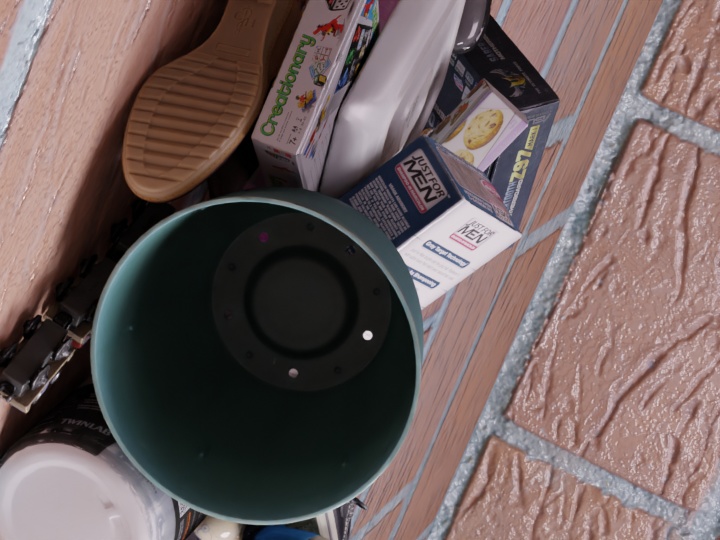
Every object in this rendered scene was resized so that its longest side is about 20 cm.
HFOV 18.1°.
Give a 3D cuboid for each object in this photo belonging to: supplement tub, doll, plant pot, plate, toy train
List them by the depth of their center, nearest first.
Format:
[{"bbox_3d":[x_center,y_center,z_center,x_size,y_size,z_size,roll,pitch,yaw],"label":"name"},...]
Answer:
[{"bbox_3d":[-0.172,0.022,1.394,0.200,0.034,0.046,-54,175,-46],"label":"toy train"},{"bbox_3d":[-0.051,0.039,1.410,0.161,0.200,0.201,-54,167,-75],"label":"plant pot"},{"bbox_3d":[-0.147,0.122,1.492,0.200,0.122,0.123,-44,157,-59],"label":"supplement tub"},{"bbox_3d":[0.024,-0.116,1.557,0.200,0.032,0.200,105,11,-56],"label":"plate"},{"bbox_3d":[-0.036,0.221,1.559,0.048,0.200,0.136,-44,173,-33],"label":"doll"}]

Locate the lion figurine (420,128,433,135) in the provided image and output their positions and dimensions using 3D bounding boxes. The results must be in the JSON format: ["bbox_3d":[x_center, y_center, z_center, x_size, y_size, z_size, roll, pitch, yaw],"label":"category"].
[{"bbox_3d":[-0.004,-0.060,1.715,0.072,0.122,0.200,38,70,-57],"label":"lion figurine"}]

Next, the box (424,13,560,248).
[{"bbox_3d":[0.067,-0.132,1.747,0.051,0.200,0.158,-15,142,-26],"label":"box"}]

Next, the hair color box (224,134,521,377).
[{"bbox_3d":[0.000,0.000,1.535,0.200,0.061,0.100,-36,154,15],"label":"hair color box"}]

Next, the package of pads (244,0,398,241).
[{"bbox_3d":[-0.030,-0.114,1.624,0.200,0.076,0.121,-61,164,-19],"label":"package of pads"}]

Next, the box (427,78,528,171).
[{"bbox_3d":[0.037,-0.051,1.622,0.200,0.041,0.039,-45,-162,9],"label":"box"}]

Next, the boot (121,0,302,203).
[{"bbox_3d":[-0.087,-0.083,1.434,0.166,0.072,0.200,92,21,-56],"label":"boot"}]

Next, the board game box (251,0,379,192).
[{"bbox_3d":[-0.026,-0.116,1.444,0.200,0.035,0.126,84,28,-81],"label":"board game box"}]

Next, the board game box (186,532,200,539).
[{"bbox_3d":[-0.154,0.227,1.640,0.200,0.151,0.037,-51,129,-52],"label":"board game box"}]

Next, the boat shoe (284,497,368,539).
[{"bbox_3d":[-0.031,0.155,1.593,0.062,0.075,0.200,-35,139,-37],"label":"boat shoe"}]

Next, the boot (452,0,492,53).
[{"bbox_3d":[0.046,-0.256,1.614,0.132,0.070,0.200,-14,99,-74],"label":"boot"}]
